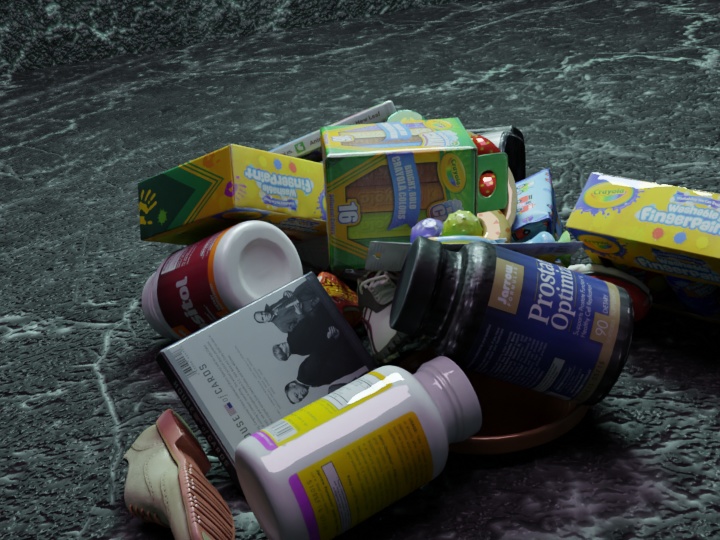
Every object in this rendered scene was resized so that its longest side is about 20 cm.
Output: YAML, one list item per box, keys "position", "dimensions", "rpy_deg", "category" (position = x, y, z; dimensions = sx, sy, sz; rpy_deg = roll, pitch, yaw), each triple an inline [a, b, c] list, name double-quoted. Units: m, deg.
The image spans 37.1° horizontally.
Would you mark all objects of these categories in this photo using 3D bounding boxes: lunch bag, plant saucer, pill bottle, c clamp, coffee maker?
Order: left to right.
- position: [-0.162, 0.020, 1.200]
  dimensions: [0.112, 0.114, 0.199]
  rpy_deg: [-28, 7, -40]
  category: "pill bottle"
- position: [0.000, 0.000, 1.241]
  dimensions: [0.168, 0.028, 0.200]
  rpy_deg: [18, -12, -11]
  category: "c clamp"
- position: [0.002, 0.147, 0.892]
  dimensions: [0.198, 0.106, 0.104]
  rpy_deg: [-25, 28, -21]
  category: "pill bottle"
- position: [0.134, -0.148, 1.524]
  dimensions: [0.197, 0.137, 0.192]
  rpy_deg: [2, 24, 20]
  category: "coffee maker"
- position: [0.150, -0.038, 1.341]
  dimensions: [0.197, 0.095, 0.151]
  rpy_deg: [-12, 24, 15]
  category: "lunch bag"
- position: [0.122, 0.120, 1.033]
  dimensions: [0.197, 0.033, 0.201]
  rpy_deg: [-5, 23, 2]
  category: "plant saucer"
- position: [0.131, 0.040, 0.952]
  dimensions: [0.197, 0.113, 0.112]
  rpy_deg: [17, 22, -6]
  category: "pill bottle"

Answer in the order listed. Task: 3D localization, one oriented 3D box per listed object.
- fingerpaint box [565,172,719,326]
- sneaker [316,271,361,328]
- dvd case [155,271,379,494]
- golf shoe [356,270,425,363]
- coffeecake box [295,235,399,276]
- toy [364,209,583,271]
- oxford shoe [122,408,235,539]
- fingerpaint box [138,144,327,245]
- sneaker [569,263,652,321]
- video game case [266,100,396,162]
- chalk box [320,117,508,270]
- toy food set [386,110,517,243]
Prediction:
- position: [0.336, -0.013, 1.102]
  dimensions: [0.198, 0.167, 0.074]
  rpy_deg: [16, 71, 43]
  category: "fingerpaint box"
- position: [-0.046, 0.055, 1.193]
  dimensions: [0.073, 0.077, 0.200]
  rpy_deg: [43, 19, 6]
  category: "sneaker"
- position: [-0.077, 0.101, 1.027]
  dimensions: [0.199, 0.151, 0.025]
  rpy_deg: [-28, -11, -40]
  category: "dvd case"
- position: [0.027, 0.042, 1.088]
  dimensions: [0.077, 0.089, 0.200]
  rpy_deg: [-30, 0, -8]
  category: "golf shoe"
- position: [0.007, -0.067, 1.379]
  dimensions: [0.198, 0.074, 0.154]
  rpy_deg: [2, 37, 44]
  category: "coffeecake box"
- position: [0.105, -0.029, 1.034]
  dimensions: [0.196, 0.048, 0.115]
  rpy_deg: [4, -14, -1]
  category: "toy"
- position: [-0.160, 0.200, 0.922]
  dimensions: [0.073, 0.071, 0.200]
  rpy_deg: [-36, 27, -2]
  category: "oxford shoe"
- position: [-0.131, -0.079, 1.252]
  dimensions: [0.165, 0.075, 0.198]
  rpy_deg: [-14, -13, 40]
  category: "fingerpaint box"
- position: [0.212, 0.047, 1.153]
  dimensions: [0.197, 0.078, 0.086]
  rpy_deg: [-1, 43, 26]
  category: "sneaker"
- position: [-0.038, -0.165, 1.379]
  dimensions: [0.180, 0.022, 0.200]
  rpy_deg: [-23, 2, 3]
  category: "video game case"
- position: [0.060, -0.083, 1.125]
  dimensions: [0.196, 0.126, 0.124]
  rpy_deg: [-4, 22, -2]
  category: "chalk box"
- position: [0.088, -0.091, 1.250]
  dimensions: [0.195, 0.049, 0.203]
  rpy_deg: [14, 64, 3]
  category: "toy food set"
